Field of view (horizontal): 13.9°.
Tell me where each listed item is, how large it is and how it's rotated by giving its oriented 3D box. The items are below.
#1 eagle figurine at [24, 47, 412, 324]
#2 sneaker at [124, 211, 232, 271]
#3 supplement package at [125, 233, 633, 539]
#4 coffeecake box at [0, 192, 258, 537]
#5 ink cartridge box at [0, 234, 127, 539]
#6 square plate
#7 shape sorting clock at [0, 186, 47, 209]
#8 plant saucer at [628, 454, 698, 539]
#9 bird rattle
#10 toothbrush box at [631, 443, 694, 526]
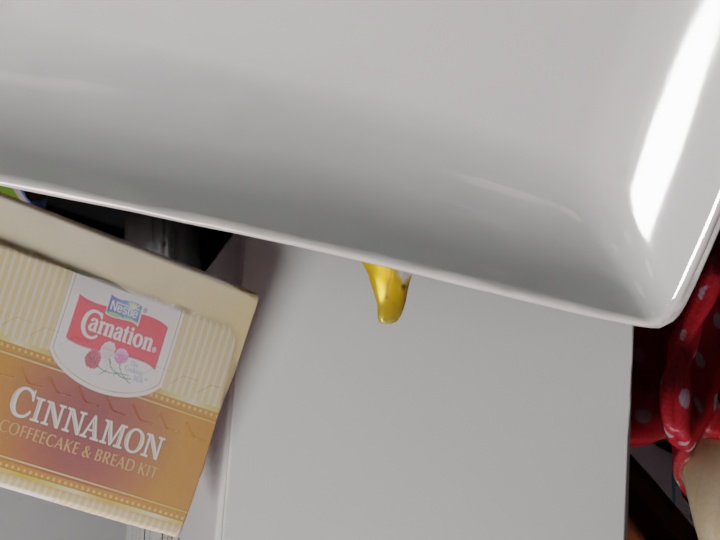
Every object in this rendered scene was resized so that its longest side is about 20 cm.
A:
[{"bbox_3d":[0.009,-0.062,0.782,0.199,0.151,0.152,-18,-139,-36],"label":"eagle figurine"},{"bbox_3d":[0.000,0.003,1.023,0.104,0.060,0.200,-1,165,19],"label":"sneaker"},{"bbox_3d":[0.000,0.068,0.911,0.121,0.120,0.200,7,166,-12],"label":"supplement package"},{"bbox_3d":[-0.153,0.003,0.818,0.153,0.073,0.200,22,174,-42],"label":"coffeecake box"},{"bbox_3d":[-0.152,0.076,1.120,0.147,0.145,0.200,19,155,-32],"label":"ink cartridge box"},{"bbox_3d":[0.014,-0.096,0.619,0.199,0.199,0.028,12,-158,-22],"label":"square plate"},{"bbox_3d":[-0.183,-0.048,0.937,0.199,0.039,0.200,-4,153,-2],"label":"shape sorting clock"},{"bbox_3d":[0.106,0.116,1.079,0.037,0.200,0.200,-38,148,9],"label":"plant saucer"},{"bbox_3d":[0.153,0.074,1.060,0.112,0.164,0.200,-22,162,16],"label":"bird rattle"},{"bbox_3d":[0.046,0.127,1.315,0.199,0.086,0.146,-10,155,36],"label":"toothbrush box"}]
